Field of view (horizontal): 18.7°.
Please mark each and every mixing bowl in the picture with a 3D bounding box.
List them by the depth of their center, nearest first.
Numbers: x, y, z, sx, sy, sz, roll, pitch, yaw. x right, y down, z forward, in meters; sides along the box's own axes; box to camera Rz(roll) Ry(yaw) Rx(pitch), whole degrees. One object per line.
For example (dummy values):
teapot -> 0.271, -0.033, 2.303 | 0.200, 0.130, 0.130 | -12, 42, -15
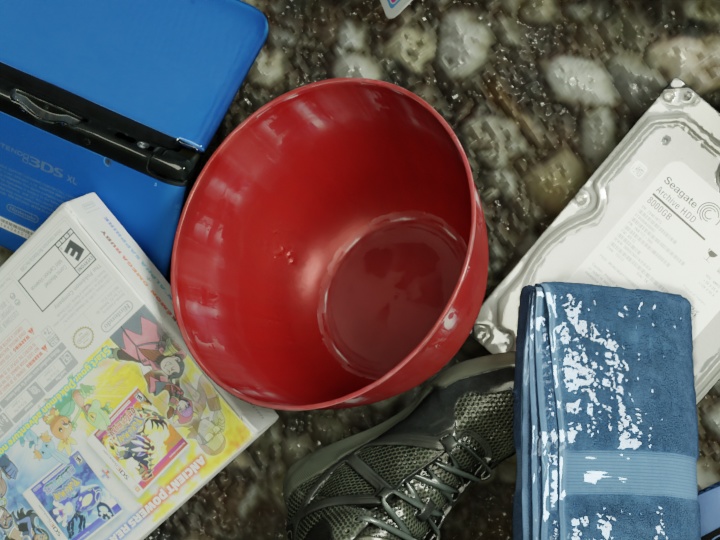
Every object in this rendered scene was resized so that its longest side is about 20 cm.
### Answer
mixing bowl -> 0.000, 0.000, 1.288 | 0.199, 0.108, 0.201 | -11, 66, 26

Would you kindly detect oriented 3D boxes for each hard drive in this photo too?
hard drive -> 0.176, 0.004, 1.306 | 0.140, 0.038, 0.200 | 42, 98, 7

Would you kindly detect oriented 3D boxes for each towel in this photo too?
towel -> 0.141, 0.105, 1.233 | 0.111, 0.049, 0.201 | 5, 75, -18

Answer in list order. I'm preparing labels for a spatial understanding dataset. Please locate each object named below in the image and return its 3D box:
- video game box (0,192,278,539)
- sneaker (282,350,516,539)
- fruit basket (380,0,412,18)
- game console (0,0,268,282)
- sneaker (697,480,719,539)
video game box -> -0.177, 0.084, 1.351 | 0.200, 0.047, 0.182 | -42, 84, 25
sneaker -> 0.040, 0.129, 1.285 | 0.199, 0.115, 0.076 | -30, 125, 19
fruit basket -> 0.046, -0.274, 1.252 | 0.185, 0.094, 0.201 | -36, 63, 26
game console -> -0.179, -0.103, 1.382 | 0.199, 0.118, 0.171 | 24, 128, 10
sneaker -> 0.282, 0.138, 1.267 | 0.199, 0.070, 0.078 | -17, 84, 4
